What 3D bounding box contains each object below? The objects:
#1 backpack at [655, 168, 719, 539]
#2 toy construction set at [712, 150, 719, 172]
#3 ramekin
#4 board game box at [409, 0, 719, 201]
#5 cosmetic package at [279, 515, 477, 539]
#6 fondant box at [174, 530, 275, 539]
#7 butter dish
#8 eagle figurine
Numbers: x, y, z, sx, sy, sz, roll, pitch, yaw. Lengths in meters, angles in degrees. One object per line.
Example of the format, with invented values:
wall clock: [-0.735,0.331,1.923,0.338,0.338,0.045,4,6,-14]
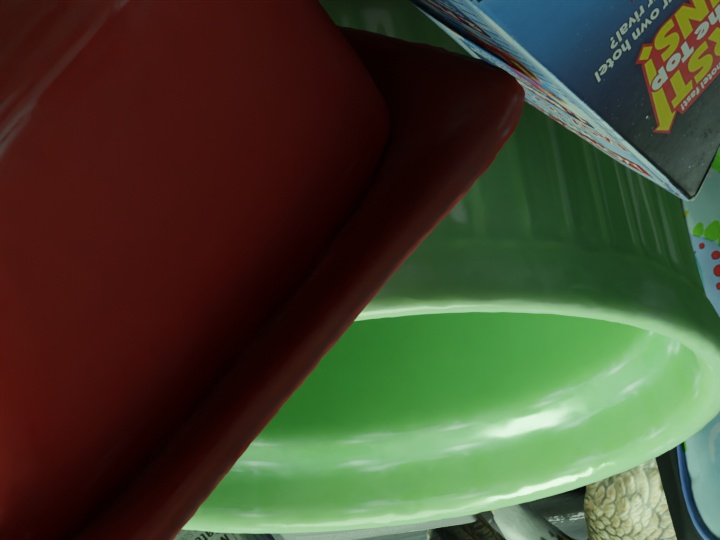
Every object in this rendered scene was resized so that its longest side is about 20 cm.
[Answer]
backpack: [0.194,0.009,0.952,0.199,0.183,0.147,-12,160,0]
toy construction set: [0.168,-0.074,0.798,0.200,0.092,0.131,-43,174,-35]
ramekin: [0.000,0.000,0.783,0.199,0.098,0.200,-6,160,-2]
board game box: [0.062,-0.116,0.607,0.200,0.062,0.200,-47,146,-11]
cosmetic package: [-0.013,0.028,1.046,0.090,0.107,0.200,-10,157,10]
fondant box: [-0.082,0.078,0.995,0.058,0.200,0.144,-37,145,-2]
butter dish: [-0.102,-0.036,0.592,0.200,0.200,0.148,12,139,38]
eagle figurine: [0.112,0.157,1.393,0.151,0.152,0.200,12,166,7]
